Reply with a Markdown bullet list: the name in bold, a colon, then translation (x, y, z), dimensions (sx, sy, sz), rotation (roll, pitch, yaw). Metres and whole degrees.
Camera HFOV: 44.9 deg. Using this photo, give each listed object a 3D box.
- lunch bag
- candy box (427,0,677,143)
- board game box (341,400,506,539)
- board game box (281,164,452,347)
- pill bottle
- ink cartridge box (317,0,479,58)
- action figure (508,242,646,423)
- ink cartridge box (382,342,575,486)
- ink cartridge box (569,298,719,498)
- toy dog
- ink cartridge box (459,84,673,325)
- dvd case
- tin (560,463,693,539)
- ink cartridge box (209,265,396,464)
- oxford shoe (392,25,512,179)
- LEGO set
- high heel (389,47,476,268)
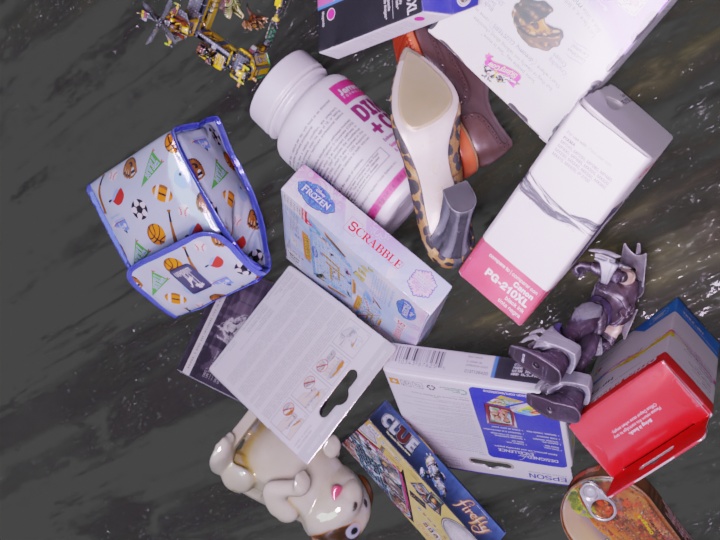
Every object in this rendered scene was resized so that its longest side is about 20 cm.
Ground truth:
- **lunch bag**: translation (-0.214, -0.056, 1.065), dimensions (0.167, 0.124, 0.204), rotation (-22, 98, 30)
- **candy box**: translation (0.189, -0.255, 0.826), dimensions (0.168, 0.071, 0.201), rotation (44, 120, 8)
- **board game box**: translation (0.069, 0.255, 1.038), dimensions (0.200, 0.034, 0.136), rotation (48, 154, 5)
- **board game box**: translation (0.000, 0.000, 0.952), dimensions (0.199, 0.041, 0.201), rotation (40, 163, 9)
- **pill bottle**: translation (-0.019, -0.137, 0.946), dimensions (0.199, 0.113, 0.114), rotation (42, 120, 8)
- **ink cartridge box**: translation (0.032, -0.286, 0.872), dimensions (0.197, 0.037, 0.097), rotation (-6, 83, 43)
- **action figure**: translation (0.222, 0.049, 0.842), dimensions (0.068, 0.200, 0.133), rotation (16, 132, 35)
- **ink cartridge box**: translation (0.139, 0.164, 0.977), dimensions (0.193, 0.048, 0.202), rotation (4, 143, 22)
- **ink cartridge box**: translation (0.272, 0.117, 0.831), dimensions (0.067, 0.200, 0.116), rotation (47, 120, 3)
- **toy dog**: translation (-0.079, 0.272, 1.099), dimensions (0.198, 0.140, 0.196), rotation (31, 135, 14)
- **ink cartridge box**: translation (0.199, -0.066, 0.839), dimensions (0.084, 0.144, 0.202), rotation (39, 119, 11)
- **dvd case**: translation (-0.115, 0.095, 1.080), dimensions (0.196, 0.016, 0.151), rotation (22, 79, 18)
- **tin**: translation (0.305, 0.305, 0.966), dimensions (0.111, 0.042, 0.202), rotation (-36, 93, 27)
- **ink cartridge box**: translation (-0.064, 0.108, 1.000), dimensions (0.199, 0.047, 0.161), rotation (34, 82, 38)
- **oxford shoe**: translation (0.091, -0.198, 0.910), dimensions (0.071, 0.071, 0.204), rotation (-24, 85, -10)
- **LEGO set**: translation (-0.152, -0.304, 0.955), dimensions (0.153, 0.116, 0.201), rotation (42, 120, 8)
- **high heel**: translation (0.067, -0.107, 0.869), dimensions (0.070, 0.143, 0.204), rotation (-12, 66, -5)
